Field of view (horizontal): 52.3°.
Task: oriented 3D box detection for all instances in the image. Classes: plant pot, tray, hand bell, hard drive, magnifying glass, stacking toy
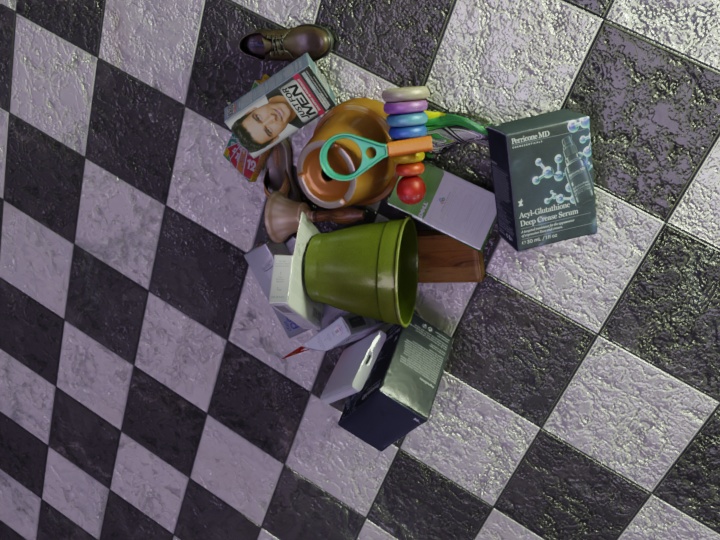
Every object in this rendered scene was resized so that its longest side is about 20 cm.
[{"bbox_3d":[-0.026,-0.206,1.382,0.196,0.183,0.205,10,116,22],"label":"plant pot"},{"bbox_3d":[0.000,0.000,1.391,0.188,0.201,0.205,2,113,16],"label":"plant pot"},{"bbox_3d":[0.146,-0.027,1.464,0.196,0.037,0.101,-1,111,26],"label":"tray"},{"bbox_3d":[-0.081,-0.108,1.456,0.196,0.104,0.107,0,112,25],"label":"hand bell"},{"bbox_3d":[-0.017,0.206,1.541,0.026,0.134,0.200,32,154,-10],"label":"hard drive"},{"bbox_3d":[0.026,-0.203,1.259,0.195,0.022,0.082,-8,103,4],"label":"magnifying glass"},{"bbox_3d":[0.085,-0.219,1.302,0.084,0.085,0.205,2,106,25],"label":"stacking toy"}]

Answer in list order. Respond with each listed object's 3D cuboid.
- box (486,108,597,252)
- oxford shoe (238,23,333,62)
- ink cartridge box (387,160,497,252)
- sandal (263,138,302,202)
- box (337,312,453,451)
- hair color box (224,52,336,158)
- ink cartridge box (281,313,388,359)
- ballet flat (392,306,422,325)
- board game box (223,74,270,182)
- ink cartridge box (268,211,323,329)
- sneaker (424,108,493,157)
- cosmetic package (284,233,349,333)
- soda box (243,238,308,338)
[{"bbox_3d":[0.309,-0.155,1.250,0.145,0.107,0.204,-13,109,-4],"label":"box"},{"bbox_3d":[-0.146,-0.428,1.406,0.196,0.084,0.074,2,111,24],"label":"oxford shoe"},{"bbox_3d":[0.161,-0.125,1.377,0.197,0.059,0.106,27,93,13],"label":"ink cartridge box"},{"bbox_3d":[-0.172,-0.184,1.542,0.079,0.054,0.205,4,113,25],"label":"sandal"},{"bbox_3d":[0.070,0.223,1.472,0.116,0.202,0.197,31,140,-9],"label":"box"},{"bbox_3d":[-0.155,-0.315,1.412,0.197,0.061,0.099,-29,128,14],"label":"hair color box"},{"bbox_3d":[-0.049,0.148,1.561,0.199,0.161,0.058,-41,73,32],"label":"ink cartridge box"},{"bbox_3d":[0.055,0.057,1.525,0.198,0.064,0.076,37,118,-5],"label":"ballet flat"},{"bbox_3d":[-0.213,-0.293,1.513,0.095,0.030,0.202,43,118,22],"label":"board game box"},{"bbox_3d":[-0.113,0.005,1.417,0.044,0.200,0.181,2,73,15],"label":"ink cartridge box"},{"bbox_3d":[0.160,-0.246,1.333,0.196,0.078,0.087,13,105,30],"label":"sneaker"},{"bbox_3d":[-0.097,0.023,1.579,0.113,0.081,0.201,-40,90,31],"label":"cosmetic package"},{"bbox_3d":[-0.159,0.033,1.528,0.067,0.063,0.203,-23,100,29],"label":"soda box"}]
